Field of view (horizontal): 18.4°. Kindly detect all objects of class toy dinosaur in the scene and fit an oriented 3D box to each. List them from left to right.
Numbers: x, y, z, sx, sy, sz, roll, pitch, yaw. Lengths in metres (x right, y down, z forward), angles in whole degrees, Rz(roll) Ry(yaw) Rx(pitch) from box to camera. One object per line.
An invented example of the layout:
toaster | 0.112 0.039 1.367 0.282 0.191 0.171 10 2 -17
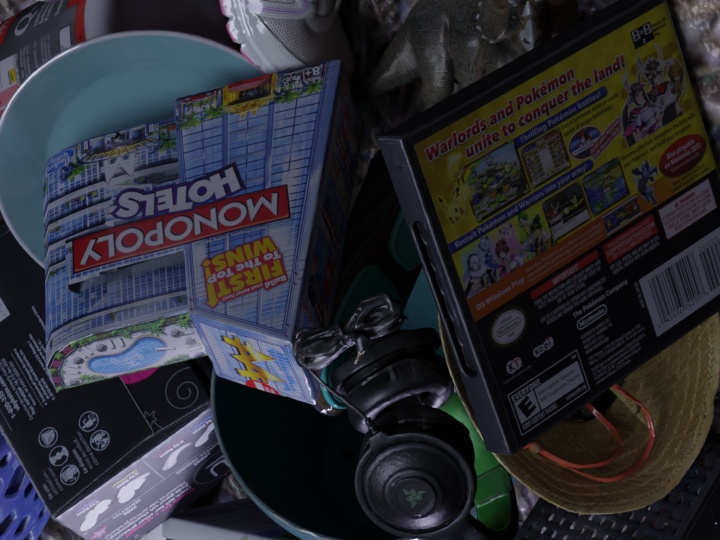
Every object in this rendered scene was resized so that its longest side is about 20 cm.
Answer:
toy dinosaur | 0.067 -0.124 1.272 0.200 0.077 0.103 10 108 58

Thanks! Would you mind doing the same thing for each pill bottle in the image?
pill bottle | -0.181 -0.125 1.450 0.200 0.116 0.116 -18 103 46

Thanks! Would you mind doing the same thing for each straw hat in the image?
straw hat | 0.105 0.042 1.255 0.202 0.201 0.085 58 150 -5

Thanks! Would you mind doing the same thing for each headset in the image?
headset | 0.034 0.077 1.205 0.094 0.124 0.200 -32 138 20

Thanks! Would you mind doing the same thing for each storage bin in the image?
storage bin | 0.150 0.191 1.276 0.093 0.200 0.135 17 150 33

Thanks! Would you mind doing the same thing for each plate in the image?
plate | -0.125 -0.064 1.363 0.199 0.026 0.201 -1 125 -1

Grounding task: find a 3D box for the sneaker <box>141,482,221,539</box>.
sneaker | -0.159 0.171 1.654 0.085 0.073 0.200 37 137 15

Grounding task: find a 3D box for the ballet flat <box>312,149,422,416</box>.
ballet flat | 0.000 0.000 1.316 0.073 0.200 0.073 21 152 12

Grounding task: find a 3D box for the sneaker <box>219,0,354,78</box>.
sneaker | -0.036 -0.195 1.295 0.088 0.081 0.201 -7 115 29

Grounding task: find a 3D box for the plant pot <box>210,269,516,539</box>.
plant pot | 0.016 0.096 1.384 0.200 0.200 0.135 34 163 21

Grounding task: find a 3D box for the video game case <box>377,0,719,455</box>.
video game case | 0.115 -0.029 1.183 0.025 0.200 0.181 5 120 53

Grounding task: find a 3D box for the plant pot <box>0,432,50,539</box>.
plant pot | -0.302 0.103 1.636 0.200 0.180 0.200 37 156 19

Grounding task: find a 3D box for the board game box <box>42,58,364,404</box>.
board game box | -0.089 -0.009 1.263 0.199 0.200 0.062 -14 140 7

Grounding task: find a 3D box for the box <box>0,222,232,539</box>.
box | -0.179 0.067 1.475 0.200 0.132 0.115 55 -179 27

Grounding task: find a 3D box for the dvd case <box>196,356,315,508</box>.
dvd case | -0.082 0.075 1.492 0.016 0.149 0.200 -32 94 3

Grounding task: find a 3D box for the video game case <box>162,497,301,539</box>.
video game case | -0.012 0.175 1.476 0.199 0.143 0.018 6 97 40
